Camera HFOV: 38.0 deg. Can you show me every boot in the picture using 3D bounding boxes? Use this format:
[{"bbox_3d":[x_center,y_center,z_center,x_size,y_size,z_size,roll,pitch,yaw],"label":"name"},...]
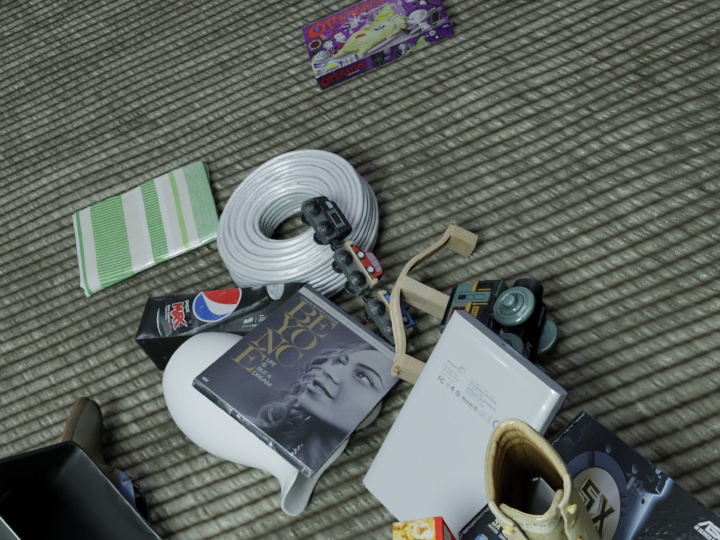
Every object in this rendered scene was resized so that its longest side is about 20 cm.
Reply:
[{"bbox_3d":[-0.270,0.229,1.127,0.096,0.075,0.201,-7,62,6],"label":"boot"},{"bbox_3d":[0.150,0.222,0.771,0.072,0.156,0.201,-19,50,9],"label":"boot"}]

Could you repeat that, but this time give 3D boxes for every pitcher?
[{"bbox_3d":[-0.093,0.136,1.098,0.199,0.122,0.171,32,51,27],"label":"pitcher"}]

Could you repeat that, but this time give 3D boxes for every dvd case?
[{"bbox_3d":[-0.052,0.104,1.060,0.148,0.016,0.200,36,41,12],"label":"dvd case"}]

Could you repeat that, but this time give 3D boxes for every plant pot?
[{"bbox_3d":[-0.307,0.302,0.977,0.200,0.200,0.177,45,99,10],"label":"plant pot"}]

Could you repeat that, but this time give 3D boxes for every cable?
[{"bbox_3d":[-0.074,-0.053,1.252,0.200,0.069,0.200,-41,50,-11],"label":"cable"}]

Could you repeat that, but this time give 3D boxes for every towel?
[{"bbox_3d":[-0.283,-0.058,1.379,0.199,0.023,0.153,-23,49,4],"label":"towel"}]

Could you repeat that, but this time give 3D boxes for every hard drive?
[{"bbox_3d":[0.092,0.157,0.966,0.132,0.025,0.201,39,112,34],"label":"hard drive"}]

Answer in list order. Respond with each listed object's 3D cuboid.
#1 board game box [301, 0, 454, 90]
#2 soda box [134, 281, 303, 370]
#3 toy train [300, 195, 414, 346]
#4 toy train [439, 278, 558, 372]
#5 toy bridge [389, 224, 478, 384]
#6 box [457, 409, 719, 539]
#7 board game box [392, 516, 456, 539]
[{"bbox_3d":[0.021,-0.333,1.458,0.199,0.032,0.120,-22,45,6],"label":"board game box"},{"bbox_3d":[-0.151,0.065,1.193,0.199,0.071,0.064,-6,49,19],"label":"soda box"},{"bbox_3d":[0.000,0.000,1.154,0.046,0.034,0.201,-26,74,-27],"label":"toy train"},{"bbox_3d":[0.125,0.097,1.050,0.113,0.085,0.201,-3,55,38],"label":"toy train"},{"bbox_3d":[0.067,0.030,1.126,0.067,0.027,0.201,26,57,-2],"label":"toy bridge"},{"bbox_3d":[0.211,0.248,0.886,0.164,0.086,0.200,-41,49,-11],"label":"box"},{"bbox_3d":[0.070,0.325,0.845,0.046,0.152,0.201,-12,51,14],"label":"board game box"}]
